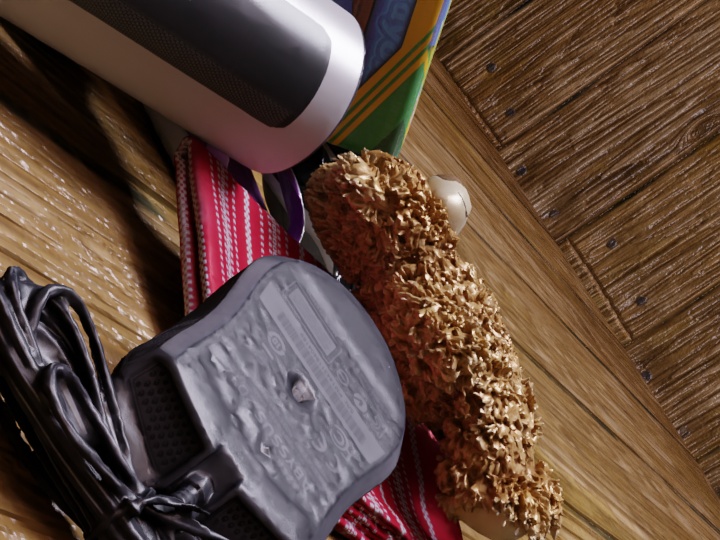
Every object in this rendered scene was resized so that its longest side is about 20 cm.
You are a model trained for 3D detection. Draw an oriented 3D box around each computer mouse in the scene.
[{"bbox_3d":[-0.048,0.051,0.508,0.139,0.053,0.200,58,24,2],"label":"computer mouse"}]

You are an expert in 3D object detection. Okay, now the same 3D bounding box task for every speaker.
[{"bbox_3d":[-0.094,-0.117,0.626,0.199,0.081,0.081,31,23,-38],"label":"speaker"}]

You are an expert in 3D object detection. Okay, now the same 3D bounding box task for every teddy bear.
[{"bbox_3d":[0.045,0.033,0.721,0.145,0.066,0.201,33,33,-59],"label":"teddy bear"}]

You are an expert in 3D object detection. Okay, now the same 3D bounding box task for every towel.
[{"bbox_3d":[-0.013,0.047,0.685,0.200,0.022,0.145,45,25,-44],"label":"towel"}]

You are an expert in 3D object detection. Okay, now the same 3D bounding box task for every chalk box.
[{"bbox_3d":[-0.003,-0.175,0.774,0.123,0.201,0.125,20,20,1],"label":"chalk box"}]

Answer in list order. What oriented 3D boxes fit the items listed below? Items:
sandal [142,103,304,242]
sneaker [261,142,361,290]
[{"bbox_3d":[-0.054,-0.045,0.786,0.082,0.050,0.204,41,18,-55],"label":"sandal"},{"bbox_3d":[0.000,0.000,0.850,0.079,0.073,0.201,101,-32,-64],"label":"sneaker"}]
